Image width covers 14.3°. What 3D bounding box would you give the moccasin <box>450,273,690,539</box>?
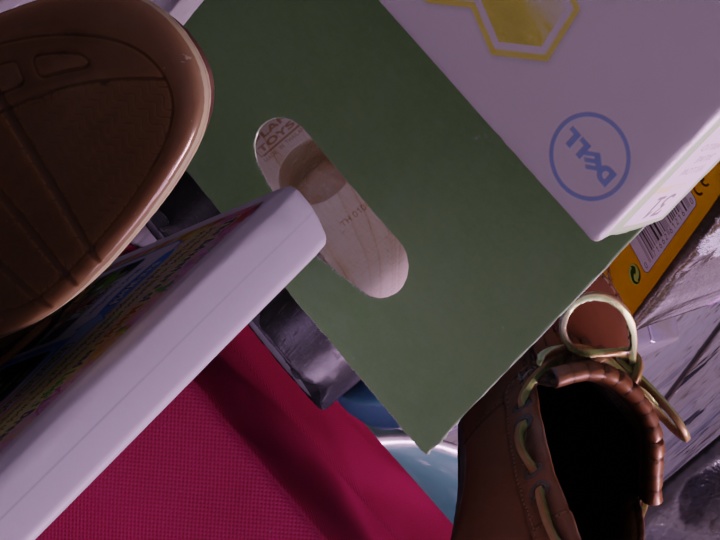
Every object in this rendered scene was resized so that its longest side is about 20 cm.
[{"bbox_3d":[0.070,0.056,0.940,0.078,0.074,0.202,-37,-167,26],"label":"moccasin"}]

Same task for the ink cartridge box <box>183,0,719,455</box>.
[{"bbox_3d":[0.026,-0.063,0.766,0.200,0.146,0.048,-47,165,25],"label":"ink cartridge box"}]

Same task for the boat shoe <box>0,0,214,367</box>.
[{"bbox_3d":[-0.107,-0.005,0.749,0.200,0.072,0.072,-43,176,25],"label":"boat shoe"}]

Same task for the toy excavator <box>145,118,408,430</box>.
[{"bbox_3d":[0.000,0.000,0.981,0.100,0.194,0.200,-40,140,-6],"label":"toy excavator"}]

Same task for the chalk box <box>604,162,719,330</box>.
[{"bbox_3d":[0.175,-0.079,1.134,0.199,0.124,0.125,-17,157,-29],"label":"chalk box"}]

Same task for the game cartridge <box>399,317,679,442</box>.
[{"bbox_3d":[0.032,0.053,1.278,0.129,0.039,0.200,-12,169,-45],"label":"game cartridge"}]

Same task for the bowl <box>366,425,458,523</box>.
[{"bbox_3d":[-0.033,0.138,1.194,0.200,0.105,0.202,-15,120,-27],"label":"bowl"}]

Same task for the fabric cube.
[{"bbox_3d":[-0.077,0.128,0.990,0.196,0.199,0.200,-44,168,8],"label":"fabric cube"}]

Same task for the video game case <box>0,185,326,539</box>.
[{"bbox_3d":[-0.122,0.059,0.765,0.182,0.024,0.200,-21,-162,44],"label":"video game case"}]
